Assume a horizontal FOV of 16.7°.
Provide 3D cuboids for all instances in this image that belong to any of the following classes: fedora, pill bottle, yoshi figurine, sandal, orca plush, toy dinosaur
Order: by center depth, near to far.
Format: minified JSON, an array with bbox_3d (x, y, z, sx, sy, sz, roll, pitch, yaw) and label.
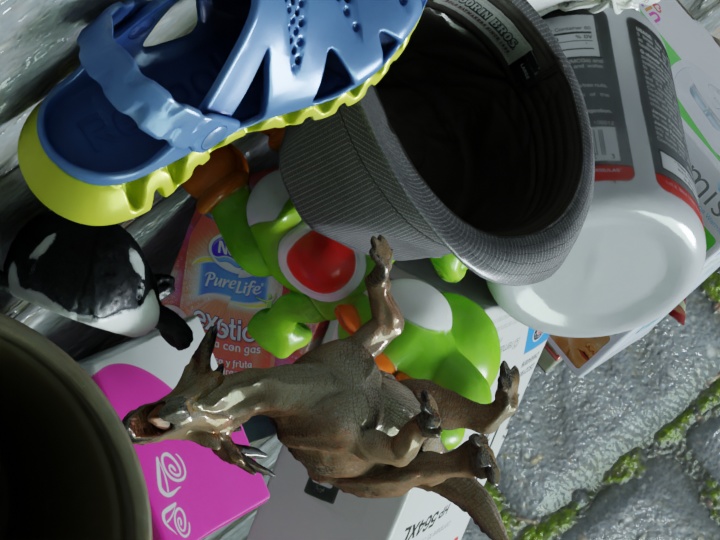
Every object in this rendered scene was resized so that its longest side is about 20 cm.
[{"bbox_3d":[-0.045,-0.094,0.976,0.200,0.080,0.087,-38,168,-21],"label":"sandal"},{"bbox_3d":[-0.010,0.072,1.125,0.135,0.200,0.086,-25,-136,28],"label":"toy dinosaur"},{"bbox_3d":[-0.113,-0.010,1.136,0.200,0.105,0.072,29,80,-78],"label":"orca plush"},{"bbox_3d":[0.025,-0.064,1.155,0.090,0.178,0.200,-27,-173,35],"label":"fedora"},{"bbox_3d":[0.001,0.004,1.232,0.112,0.200,0.113,-28,164,-32],"label":"yoshi figurine"},{"bbox_3d":[0.114,-0.074,1.303,0.115,0.201,0.116,-3,140,-2],"label":"pill bottle"}]

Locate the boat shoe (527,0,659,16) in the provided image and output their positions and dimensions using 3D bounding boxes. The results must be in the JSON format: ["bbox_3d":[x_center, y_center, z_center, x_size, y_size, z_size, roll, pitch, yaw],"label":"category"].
[{"bbox_3d":[0.132,-0.166,1.260,0.200,0.069,0.071,-37,172,-18],"label":"boat shoe"}]

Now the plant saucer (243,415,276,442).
[{"bbox_3d":[-0.116,0.077,1.416,0.199,0.028,0.200,-9,-171,1],"label":"plant saucer"}]

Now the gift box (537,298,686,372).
[{"bbox_3d":[0.160,-0.036,1.771,0.184,0.201,0.187,-31,171,-19],"label":"gift box"}]

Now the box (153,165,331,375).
[{"bbox_3d":[-0.024,0.002,1.400,0.200,0.094,0.103,-22,137,-64],"label":"box"}]

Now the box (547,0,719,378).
[{"bbox_3d":[0.143,-0.073,1.477,0.097,0.200,0.176,-29,168,-49],"label":"box"}]

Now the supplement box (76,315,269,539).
[{"bbox_3d":[-0.161,0.108,1.220,0.199,0.102,0.103,-22,-179,29],"label":"supplement box"}]

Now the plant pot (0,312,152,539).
[{"bbox_3d":[-0.197,0.108,1.055,0.200,0.200,0.173,-38,-173,-9],"label":"plant pot"}]

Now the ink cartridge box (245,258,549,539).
[{"bbox_3d":[0.027,0.080,1.360,0.146,0.084,0.201,-22,136,-63],"label":"ink cartridge box"}]
